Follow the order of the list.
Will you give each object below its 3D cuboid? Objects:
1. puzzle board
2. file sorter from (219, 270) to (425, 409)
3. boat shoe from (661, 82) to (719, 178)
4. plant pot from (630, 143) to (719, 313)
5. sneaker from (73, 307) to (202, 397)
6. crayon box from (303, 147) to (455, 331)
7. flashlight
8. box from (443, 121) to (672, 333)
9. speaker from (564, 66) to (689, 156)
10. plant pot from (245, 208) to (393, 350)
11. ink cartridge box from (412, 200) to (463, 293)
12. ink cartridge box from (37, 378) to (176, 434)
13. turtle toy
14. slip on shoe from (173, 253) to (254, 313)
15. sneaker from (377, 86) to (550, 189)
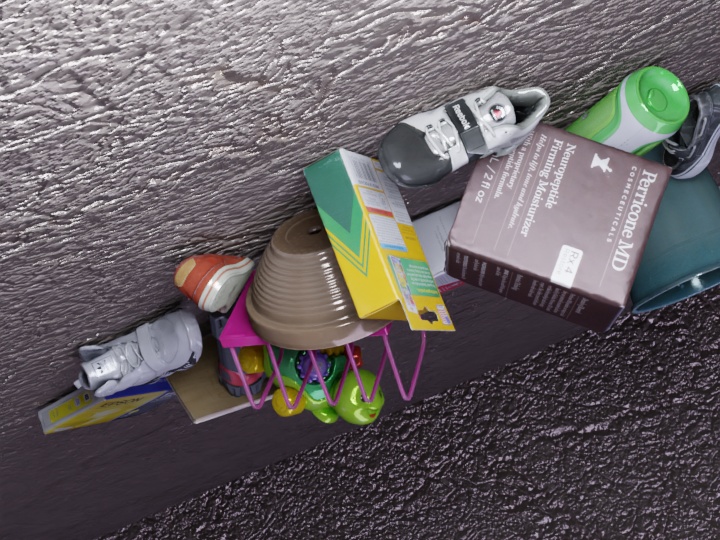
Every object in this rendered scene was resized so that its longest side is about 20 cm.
[{"bbox_3d":[-0.171,0.137,1.938,0.200,0.151,0.017,-16,132,-25],"label":"puzzle board"},{"bbox_3d":[-0.036,0.080,1.616,0.200,0.126,0.139,-5,-147,19],"label":"file sorter"},{"bbox_3d":[0.419,-0.180,1.778,0.071,0.072,0.200,-9,155,-14],"label":"boat shoe"},{"bbox_3d":[0.436,-0.067,1.953,0.200,0.196,0.200,-22,168,-5],"label":"plant pot"},{"bbox_3d":[-0.285,0.110,1.758,0.115,0.075,0.200,-16,170,-38],"label":"sneaker"},{"bbox_3d":[0.020,-0.020,1.434,0.052,0.200,0.126,-26,167,21],"label":"crayon box"},{"bbox_3d":[-0.159,0.091,1.815,0.068,0.068,0.200,-5,144,-5],"label":"flashlight"},{"bbox_3d":[0.211,-0.052,1.517,0.200,0.166,0.164,20,169,7],"label":"box"},{"bbox_3d":[0.289,-0.155,1.591,0.088,0.089,0.200,-14,165,-31],"label":"speaker"},{"bbox_3d":[-0.040,-0.006,1.544,0.200,0.093,0.201,-12,-148,8],"label":"plant pot"},{"bbox_3d":[0.168,-0.050,1.833,0.200,0.084,0.145,-24,168,6],"label":"ink cartridge box"},{"bbox_3d":[-0.335,0.177,2.028,0.200,0.047,0.197,-26,167,35],"label":"ink cartridge box"},{"bbox_3d":[-0.049,0.124,1.760,0.146,0.200,0.101,-10,141,-50],"label":"turtle toy"},{"bbox_3d":[-0.167,0.008,1.584,0.074,0.061,0.200,-59,175,5],"label":"slip on shoe"},{"bbox_3d":[0.105,-0.144,1.369,0.200,0.074,0.088,-25,171,-34],"label":"sneaker"}]
